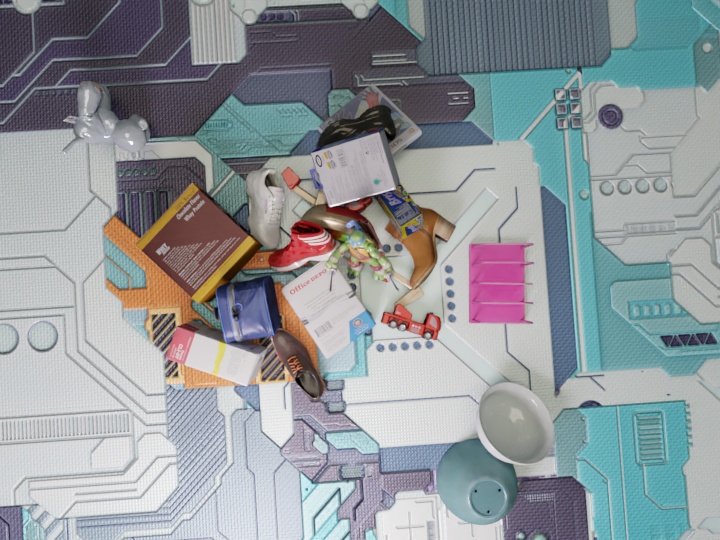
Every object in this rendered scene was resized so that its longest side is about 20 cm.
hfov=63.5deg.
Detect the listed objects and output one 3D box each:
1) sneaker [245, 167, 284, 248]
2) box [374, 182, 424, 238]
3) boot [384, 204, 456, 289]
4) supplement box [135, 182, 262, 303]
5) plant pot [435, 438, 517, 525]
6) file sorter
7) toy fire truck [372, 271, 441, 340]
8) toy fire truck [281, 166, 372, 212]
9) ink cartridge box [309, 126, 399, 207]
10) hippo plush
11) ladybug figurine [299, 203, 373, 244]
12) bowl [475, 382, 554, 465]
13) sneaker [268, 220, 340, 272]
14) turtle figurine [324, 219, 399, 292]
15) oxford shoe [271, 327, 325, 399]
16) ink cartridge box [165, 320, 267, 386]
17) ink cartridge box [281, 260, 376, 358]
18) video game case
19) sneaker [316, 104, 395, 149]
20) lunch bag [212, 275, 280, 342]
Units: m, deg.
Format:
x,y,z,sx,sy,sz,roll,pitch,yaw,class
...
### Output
x,y,z,sx,sy,sz,roll,pitch,yaw,class
-0.226,-0.153,1.415,0.099,0.075,0.201,-11,89,43,sneaker
0.075,-0.179,1.408,0.064,0.070,0.200,-31,66,-2,box
0.126,-0.066,1.439,0.154,0.074,0.200,28,76,6,boot
-0.380,-0.062,1.395,0.200,0.133,0.197,42,88,0,supplement box
0.289,0.521,1.392,0.200,0.135,0.201,0,88,-1,plant pot
0.345,0.031,1.414,0.139,0.125,0.201,0,88,-1,file sorter
0.114,0.081,1.445,0.200,0.049,0.141,18,86,-2,toy fire truck
-0.083,-0.202,1.442,0.141,0.049,0.200,-41,91,-1,toy fire truck
-0.025,-0.233,1.343,0.200,0.076,0.137,-14,107,15,ink cartridge box
-0.583,-0.355,1.382,0.160,0.200,0.160,10,110,-9,hippo plush
-0.048,-0.107,1.410,0.200,0.136,0.072,19,65,-19,ladybug figurine
0.355,0.379,1.402,0.201,0.090,0.201,10,54,-15,bowl
-0.156,-0.068,1.383,0.200,0.116,0.078,-16,46,24,sneaker
0.000,0.000,1.327,0.144,0.194,0.200,-23,74,5,turtle figurine
-0.151,0.226,1.421,0.071,0.073,0.200,-37,89,-2,oxford shoe
-0.335,0.195,1.382,0.200,0.145,0.084,19,89,-1,ink cartridge box
-0.077,0.090,1.421,0.146,0.086,0.200,-34,88,-2,ink cartridge box
0.020,-0.344,1.432,0.182,0.023,0.200,-39,66,-2,video game case
-0.009,-0.316,1.381,0.200,0.076,0.091,-23,73,7,sneaker
-0.269,0.091,1.360,0.132,0.200,0.136,-10,93,0,lunch bag
